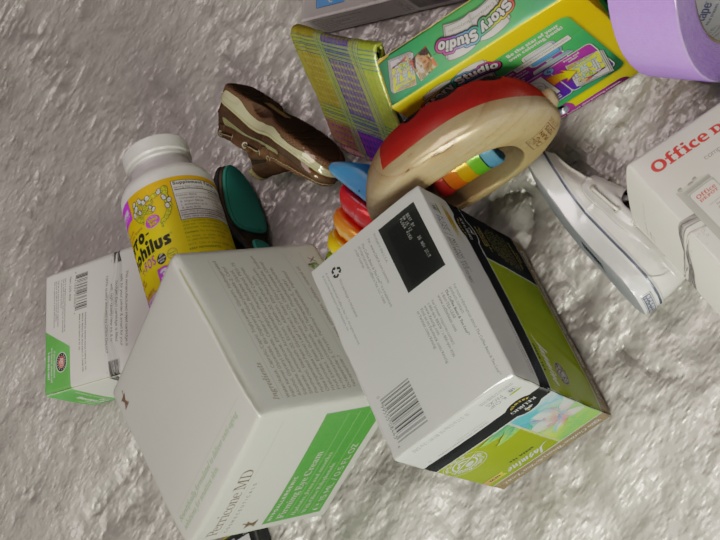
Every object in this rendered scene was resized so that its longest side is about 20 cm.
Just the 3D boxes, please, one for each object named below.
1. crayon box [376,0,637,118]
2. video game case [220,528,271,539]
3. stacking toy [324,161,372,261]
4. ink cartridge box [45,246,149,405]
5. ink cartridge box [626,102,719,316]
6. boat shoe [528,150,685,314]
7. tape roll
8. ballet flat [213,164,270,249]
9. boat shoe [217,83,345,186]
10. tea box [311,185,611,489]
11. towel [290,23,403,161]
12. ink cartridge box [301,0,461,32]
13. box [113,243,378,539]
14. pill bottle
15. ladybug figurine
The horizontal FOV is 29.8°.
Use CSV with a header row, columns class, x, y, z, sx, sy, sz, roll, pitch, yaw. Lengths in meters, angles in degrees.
class,x,y,z,sx,sy,sz,roll,pitch,yaw
crayon box,0.144,-0.192,1.238,0.199,0.172,0.059,-30,61,26
video game case,-0.140,0.385,1.378,0.180,0.025,0.202,-34,60,24
stacking toy,0.000,0.000,1.348,0.116,0.109,0.202,39,112,36
ink cartridge box,-0.259,0.060,1.525,0.198,0.084,0.148,-16,67,33
ink cartridge box,0.327,-0.038,1.083,0.146,0.083,0.201,-33,56,-5
boat shoe,0.221,-0.047,1.213,0.065,0.074,0.201,-36,58,2
tape roll,0.283,-0.262,1.137,0.065,0.199,0.202,11,84,39
ballet flat,-0.128,-0.024,1.463,0.073,0.073,0.201,-40,59,21
boat shoe,-0.090,-0.130,1.471,0.202,0.074,0.075,42,116,43
tea box,0.090,0.064,1.188,0.133,0.196,0.201,-38,56,21
towel,-0.005,-0.174,1.345,0.023,0.145,0.200,-29,24,-16
ink cartridge box,0.029,-0.361,1.458,0.198,0.045,0.178,-6,74,35
box,-0.104,0.114,1.297,0.201,0.170,0.200,57,134,32
pill bottle,-0.189,-0.040,1.409,0.104,0.104,0.202,-33,62,25
ladybug figurine,0.087,-0.110,1.204,0.199,0.136,0.073,-30,68,16
